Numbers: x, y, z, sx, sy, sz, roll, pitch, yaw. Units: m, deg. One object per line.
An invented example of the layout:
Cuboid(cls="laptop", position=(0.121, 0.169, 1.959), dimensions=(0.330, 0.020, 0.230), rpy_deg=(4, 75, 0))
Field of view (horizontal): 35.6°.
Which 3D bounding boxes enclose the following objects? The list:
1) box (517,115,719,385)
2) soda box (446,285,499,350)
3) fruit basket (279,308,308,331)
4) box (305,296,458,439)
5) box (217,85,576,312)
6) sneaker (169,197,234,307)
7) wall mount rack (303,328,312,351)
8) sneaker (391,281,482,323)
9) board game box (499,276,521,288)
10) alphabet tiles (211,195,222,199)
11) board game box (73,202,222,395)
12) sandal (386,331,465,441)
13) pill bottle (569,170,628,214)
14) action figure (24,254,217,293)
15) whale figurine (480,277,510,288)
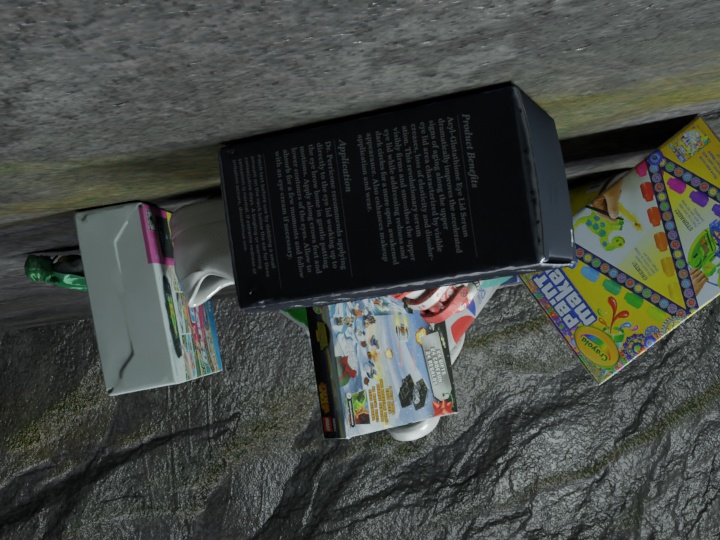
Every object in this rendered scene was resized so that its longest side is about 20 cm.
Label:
Cuboid(cls="box", position=(0.242, -0.013, 0.973), dimensions=(0.192, 0.123, 0.200), rpy_deg=(-38, 172, 8))
Cuboid(cls="soda box", position=(0.079, 0.039, 1.208), dimensions=(0.067, 0.064, 0.200), rpy_deg=(3, -145, 35))
Cuboid(cls="fruit basket", position=(0.000, 0.000, 1.186), dimensions=(0.198, 0.095, 0.184), rpy_deg=(-13, -152, -37))
Cuboid(cls="box", position=(0.015, 0.041, 1.022), dimensions=(0.135, 0.204, 0.040), rpy_deg=(-6, 176, -37))
Cuboid(cls="box", position=(0.029, -0.039, 0.725), dimensions=(0.196, 0.106, 0.148), rpy_deg=(-10, 177, 17))
Cuboid(cls="sneaker", position=(-0.059, -0.021, 0.877), dimensions=(0.197, 0.090, 0.075), rpy_deg=(-16, 161, 25))
Cuboid(cls="wall mount rack", position=(-0.093, 0.023, 1.343), dimensions=(0.172, 0.075, 0.200), rpy_deg=(30, 165, -15))
Cuboid(cls="sneaker", position=(0.040, 0.001, 0.961), dimensions=(0.067, 0.109, 0.200), rpy_deg=(-24, -176, 41))
Cuboid(cls="board game box", position=(0.187, 0.005, 1.483), dimensions=(0.134, 0.035, 0.199), rpy_deg=(-9, 176, -35))
Cuboid(cls="alphabet tiles", position=(-0.043, -0.062, 0.995), dimensions=(0.196, 0.015, 0.195), rpy_deg=(-8, 178, -21))
Cuboid(cls="board game box", position=(-0.180, 0.025, 0.982), dimensions=(0.063, 0.151, 0.200), rpy_deg=(-10, 178, 2))
Cuboid(cls="sandal", position=(0.066, 0.118, 1.200), dimensions=(0.081, 0.050, 0.204), rpy_deg=(-5, -149, 23))
Cuboid(cls="pill bottle", position=(0.264, -0.045, 1.288), dimensions=(0.107, 0.111, 0.199), rpy_deg=(-7, 177, -26))
Cuboid(cls="action figure", position=(-0.253, -0.002, 1.186), dimensions=(0.196, 0.056, 0.118), rpy_deg=(0, 177, -16))
Cuboid(cls="whale figurine", position=(0.131, -0.035, 1.134), dimensions=(0.156, 0.106, 0.199), rpy_deg=(-10, 175, 24))
